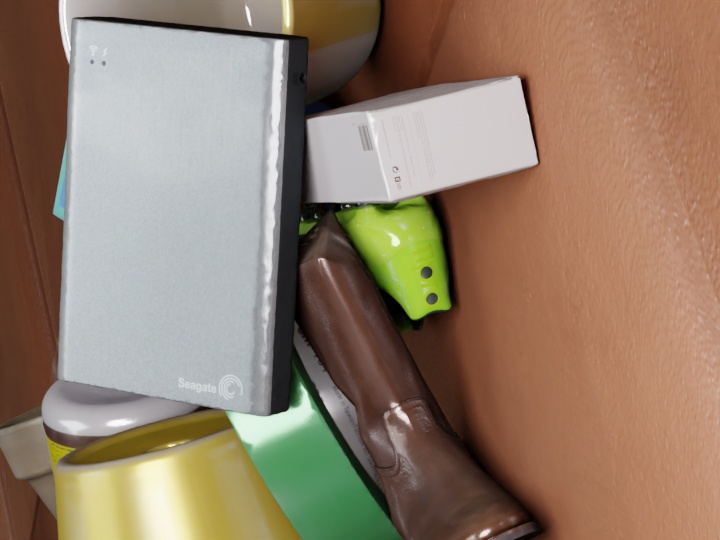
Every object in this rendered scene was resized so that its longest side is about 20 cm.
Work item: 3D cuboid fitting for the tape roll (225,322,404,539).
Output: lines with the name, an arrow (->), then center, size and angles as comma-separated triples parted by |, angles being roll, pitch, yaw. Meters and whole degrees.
tape roll -> -0.033, 0.081, 1.621 | 0.200, 0.048, 0.200 | 60, -174, -11

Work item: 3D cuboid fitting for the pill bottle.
pill bottle -> -0.135, 0.161, 1.813 | 0.109, 0.109, 0.200 | -135, 34, -66

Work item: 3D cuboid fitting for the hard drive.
hard drive -> -0.096, -0.030, 1.512 | 0.140, 0.033, 0.200 | 8, 100, 31

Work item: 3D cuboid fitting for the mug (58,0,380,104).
mug -> -0.050, -0.153, 1.579 | 0.187, 0.153, 0.149 | -23, 85, 31

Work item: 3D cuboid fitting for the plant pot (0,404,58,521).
plant pot -> -0.127, 0.148, 1.951 | 0.174, 0.200, 0.200 | 66, 164, -2

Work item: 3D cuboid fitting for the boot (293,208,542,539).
boot -> 0.016, 0.062, 1.489 | 0.200, 0.064, 0.186 | 66, 166, -1

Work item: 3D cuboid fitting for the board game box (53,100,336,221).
board game box -> -0.102, -0.063, 1.771 | 0.200, 0.045, 0.152 | 31, 121, 34

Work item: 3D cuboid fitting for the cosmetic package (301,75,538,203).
cosmetic package -> 0.019, -0.066, 1.479 | 0.200, 0.083, 0.051 | -176, 70, -75

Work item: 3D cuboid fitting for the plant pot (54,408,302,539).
plant pot -> -0.094, 0.186, 1.666 | 0.201, 0.201, 0.189 | -172, 67, -74

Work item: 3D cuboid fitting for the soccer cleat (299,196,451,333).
soccer cleat -> 0.000, 0.000, 1.618 | 0.200, 0.067, 0.081 | 171, 83, -73
